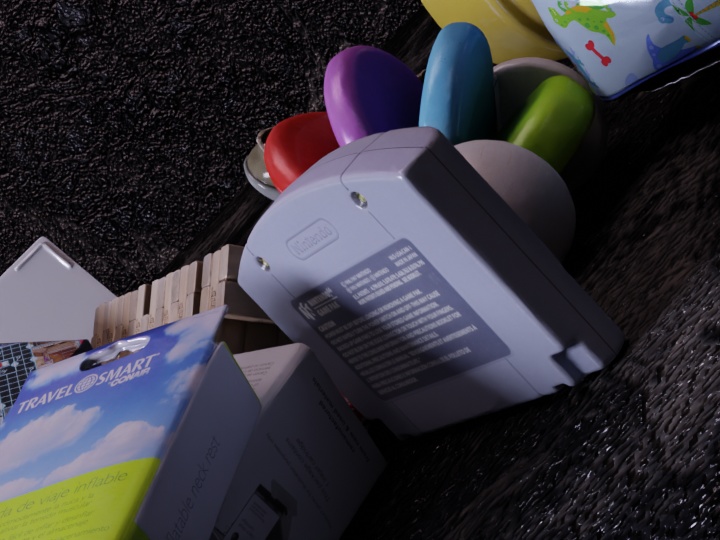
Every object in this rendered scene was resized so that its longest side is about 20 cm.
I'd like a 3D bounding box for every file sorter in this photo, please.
[{"bbox_3d":[-0.238,0.109,1.223,0.200,0.139,0.125,-48,-9,-22],"label":"file sorter"}]

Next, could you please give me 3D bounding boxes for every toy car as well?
[{"bbox_3d":[0.029,-0.050,0.928,0.200,0.150,0.175,-41,9,32],"label":"toy car"}]

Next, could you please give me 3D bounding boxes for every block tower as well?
[{"bbox_3d":[-0.091,0.034,0.941,0.200,0.058,0.054,-23,60,60],"label":"block tower"}]

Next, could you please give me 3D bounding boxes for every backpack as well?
[{"bbox_3d":[0.168,-0.194,0.867,0.200,0.147,0.183,-32,16,41],"label":"backpack"}]

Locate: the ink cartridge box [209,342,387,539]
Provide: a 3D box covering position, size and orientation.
[{"bbox_3d":[-0.101,0.136,0.814,0.147,0.083,0.200,-12,31,42],"label":"ink cartridge box"}]

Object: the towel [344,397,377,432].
[{"bbox_3d":[-0.085,0.112,0.968,0.200,0.023,0.145,-5,36,44],"label":"towel"}]

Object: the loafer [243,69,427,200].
[{"bbox_3d":[0.027,-0.089,1.048,0.199,0.070,0.075,-11,35,-8],"label":"loafer"}]

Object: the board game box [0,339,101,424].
[{"bbox_3d":[-0.251,0.096,0.958,0.200,0.035,0.136,-4,37,32],"label":"board game box"}]

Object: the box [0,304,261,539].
[{"bbox_3d":[-0.119,0.103,0.730,0.122,0.048,0.200,-18,27,25],"label":"box"}]

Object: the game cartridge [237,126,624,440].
[{"bbox_3d":[0.019,0.008,0.768,0.042,0.133,0.200,-42,6,-26],"label":"game cartridge"}]

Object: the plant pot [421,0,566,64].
[{"bbox_3d":[0.154,-0.250,1.160,0.189,0.201,0.201,-10,35,53],"label":"plant pot"}]
